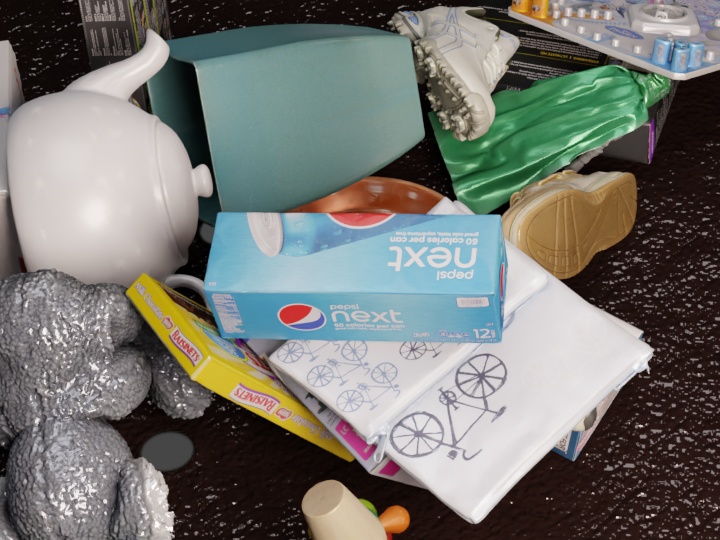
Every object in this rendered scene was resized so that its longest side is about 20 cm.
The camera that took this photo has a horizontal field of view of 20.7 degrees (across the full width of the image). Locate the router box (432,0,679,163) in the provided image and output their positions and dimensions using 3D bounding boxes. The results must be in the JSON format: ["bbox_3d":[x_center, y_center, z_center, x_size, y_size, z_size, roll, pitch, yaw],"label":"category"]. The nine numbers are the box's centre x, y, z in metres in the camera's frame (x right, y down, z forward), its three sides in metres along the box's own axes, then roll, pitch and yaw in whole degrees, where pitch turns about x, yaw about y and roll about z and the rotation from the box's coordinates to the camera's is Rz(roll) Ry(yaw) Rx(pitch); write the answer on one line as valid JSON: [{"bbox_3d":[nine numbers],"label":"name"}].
[{"bbox_3d":[0.178,-0.176,1.758,0.200,0.051,0.149,12,47,16],"label":"router box"}]

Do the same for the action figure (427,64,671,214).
[{"bbox_3d":[0.167,-0.120,1.655,0.200,0.055,0.118,-23,62,9],"label":"action figure"}]

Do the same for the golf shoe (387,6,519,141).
[{"bbox_3d":[0.092,-0.179,1.662,0.097,0.078,0.200,-18,33,-5],"label":"golf shoe"}]

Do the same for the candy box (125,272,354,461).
[{"bbox_3d":[-0.079,0.072,1.427,0.026,0.200,0.102,-47,51,8],"label":"candy box"}]

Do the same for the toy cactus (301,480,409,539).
[{"bbox_3d":[0.001,0.203,1.300,0.102,0.165,0.200,-21,37,12],"label":"toy cactus"}]

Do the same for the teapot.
[{"bbox_3d":[-0.188,-0.052,1.557,0.146,0.200,0.198,-10,38,1],"label":"teapot"}]

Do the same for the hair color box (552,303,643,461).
[{"bbox_3d":[0.099,0.050,1.489,0.200,0.061,0.100,28,58,17],"label":"hair color box"}]

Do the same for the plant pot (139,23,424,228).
[{"bbox_3d":[-0.057,-0.133,1.648,0.200,0.142,0.141,-15,18,-21],"label":"plant pot"}]

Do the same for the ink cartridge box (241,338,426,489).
[{"bbox_3d":[-0.019,0.078,1.440,0.042,0.119,0.200,-48,62,9],"label":"ink cartridge box"}]

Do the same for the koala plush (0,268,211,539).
[{"bbox_3d":[-0.209,0.120,1.406,0.177,0.184,0.200,-9,62,11],"label":"koala plush"}]

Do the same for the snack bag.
[{"bbox_3d":[0.069,0.059,1.357,0.189,0.021,0.200,-41,61,-19],"label":"snack bag"}]

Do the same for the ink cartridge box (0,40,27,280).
[{"bbox_3d":[-0.313,-0.068,1.614,0.085,0.148,0.200,-8,42,-4],"label":"ink cartridge box"}]

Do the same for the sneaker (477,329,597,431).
[{"bbox_3d":[0.083,0.056,1.413,0.093,0.070,0.200,-36,63,-9],"label":"sneaker"}]

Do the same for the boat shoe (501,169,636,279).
[{"bbox_3d":[0.152,-0.039,1.578,0.069,0.074,0.200,7,14,31],"label":"boat shoe"}]

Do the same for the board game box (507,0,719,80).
[{"bbox_3d":[0.266,-0.226,1.730,0.200,0.026,0.200,-19,34,-39],"label":"board game box"}]

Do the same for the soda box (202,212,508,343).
[{"bbox_3d":[-0.002,0.004,1.353,0.200,0.064,0.068,1,56,10],"label":"soda box"}]

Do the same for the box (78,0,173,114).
[{"bbox_3d":[-0.203,-0.217,1.725,0.044,0.200,0.160,0,44,5],"label":"box"}]

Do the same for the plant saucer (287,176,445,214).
[{"bbox_3d":[0.000,0.000,1.601,0.200,0.032,0.200,-3,43,3],"label":"plant saucer"}]
